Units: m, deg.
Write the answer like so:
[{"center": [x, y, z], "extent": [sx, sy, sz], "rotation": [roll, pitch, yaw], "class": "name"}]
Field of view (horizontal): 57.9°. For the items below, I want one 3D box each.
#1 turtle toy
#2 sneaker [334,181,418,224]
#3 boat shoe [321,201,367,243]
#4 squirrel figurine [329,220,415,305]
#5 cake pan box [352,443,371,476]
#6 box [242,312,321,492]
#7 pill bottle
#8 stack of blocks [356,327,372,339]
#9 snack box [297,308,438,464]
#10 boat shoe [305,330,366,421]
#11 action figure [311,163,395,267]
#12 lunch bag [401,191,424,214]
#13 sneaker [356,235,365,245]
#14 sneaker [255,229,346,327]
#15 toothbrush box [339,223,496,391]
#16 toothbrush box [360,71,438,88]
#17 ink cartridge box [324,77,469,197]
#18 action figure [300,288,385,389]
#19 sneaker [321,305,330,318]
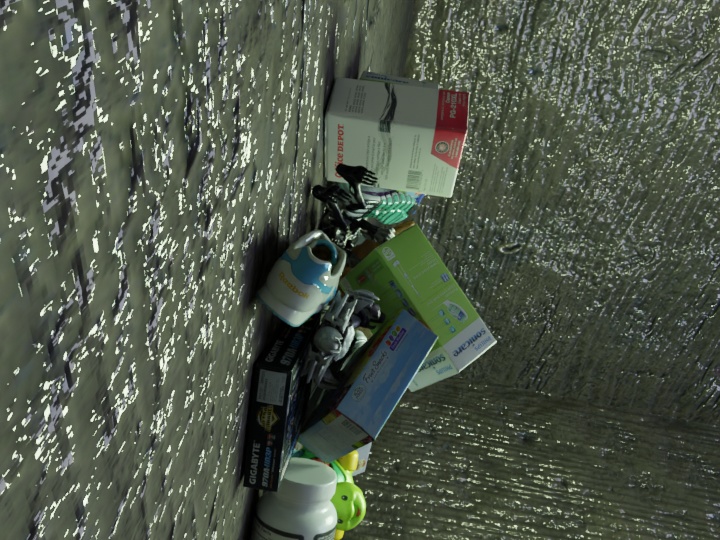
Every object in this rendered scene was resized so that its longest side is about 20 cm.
[{"center": [-0.064, 0.346, 1.018], "extent": [0.101, 0.199, 0.147], "rotation": [18, 81, -47], "class": "turtle toy"}, {"center": [0.029, -0.135, 1.111], "extent": [0.199, 0.074, 0.088], "rotation": [2, 58, -57], "class": "sneaker"}, {"center": [-0.024, -0.080, 1.138], "extent": [0.200, 0.071, 0.066], "rotation": [-72, 176, -60], "class": "boat shoe"}, {"center": [0.000, 0.000, 1.157], "extent": [0.186, 0.199, 0.143], "rotation": [22, -46, 64], "class": "squirrel figurine"}, {"center": [-0.037, 0.248, 1.211], "extent": [0.184, 0.052, 0.201], "rotation": [45, -45, 45], "class": "cake pan box"}, {"center": [-0.096, 0.156, 0.834], "extent": [0.200, 0.046, 0.160], "rotation": [-69, 169, -73], "class": "box"}, {"center": [-0.095, 0.373, 0.900], "extent": [0.116, 0.115, 0.202], "rotation": [-33, 133, -85], "class": "pill bottle"}, {"center": [-0.005, 0.124, 1.232], "extent": [0.200, 0.058, 0.116], "rotation": [52, -33, 42], "class": "stack of blocks"}, {"center": [0.003, 0.162, 0.882], "extent": [0.169, 0.068, 0.200], "rotation": [-53, 180, -32], "class": "snack box"}, {"center": [-0.042, 0.189, 1.037], "extent": [0.072, 0.068, 0.201], "rotation": [20, 109, -51], "class": "boat shoe"}, {"center": [-0.019, -0.053, 0.958], "extent": [0.119, 0.102, 0.201], "rotation": [-39, 153, -26], "class": "action figure"}, {"center": [0.051, -0.178, 1.226], "extent": [0.200, 0.149, 0.095], "rotation": [132, -31, -85], "class": "lunch bag"}, {"center": [0.000, 0.006, 1.315], "extent": [0.099, 0.070, 0.201], "rotation": [103, -38, -69], "class": "sneaker"}, {"center": [-0.049, -0.002, 0.730], "extent": [0.081, 0.076, 0.200], "rotation": [-50, -176, 14], "class": "sneaker"}, {"center": [0.076, 0.058, 0.938], "extent": [0.086, 0.201, 0.146], "rotation": [-30, 173, -30], "class": "toothbrush box"}, {"center": [0.056, -0.267, 1.144], "extent": [0.201, 0.144, 0.087], "rotation": [-76, 176, -52], "class": "toothbrush box"}, {"center": [0.051, -0.196, 0.967], "extent": [0.145, 0.198, 0.085], "rotation": [94, 4, -57], "class": "ink cartridge box"}, {"center": [-0.020, 0.078, 0.817], "extent": [0.131, 0.069, 0.200], "rotation": [-54, 177, 8], "class": "action figure"}, {"center": [-0.060, 0.137, 1.117], "extent": [0.201, 0.075, 0.088], "rotation": [96, 5, -51], "class": "sneaker"}]
